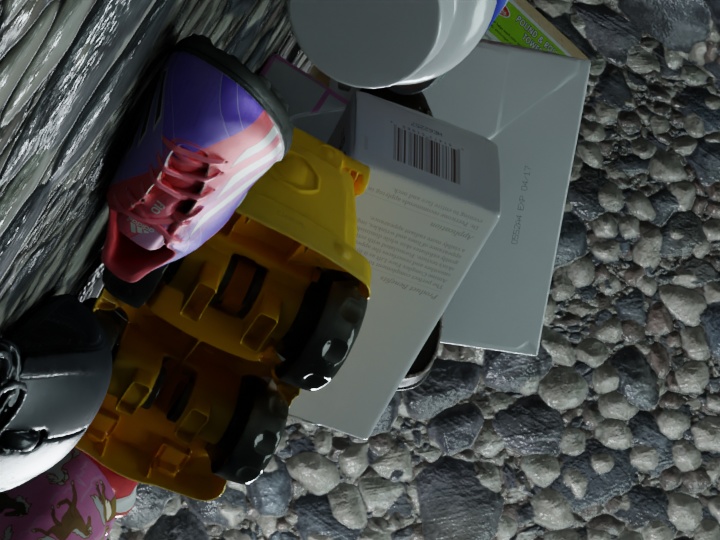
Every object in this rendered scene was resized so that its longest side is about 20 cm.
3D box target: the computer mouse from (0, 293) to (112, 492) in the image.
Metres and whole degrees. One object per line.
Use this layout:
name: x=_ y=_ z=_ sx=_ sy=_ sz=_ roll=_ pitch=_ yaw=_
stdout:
computer mouse: x=-0.165 y=0.075 z=1.193 sx=0.139 sy=0.053 sz=0.200 roll=-58 pitch=179 yaw=19

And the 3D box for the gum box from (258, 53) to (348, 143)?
gum box: x=-0.087 y=-0.023 z=1.560 sx=0.201 sy=0.066 sz=0.114 roll=-57 pitch=178 yaw=-25

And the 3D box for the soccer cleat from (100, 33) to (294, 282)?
soccer cleat: x=-0.082 y=-0.047 z=1.146 sx=0.073 sy=0.068 sz=0.200 roll=-52 pitch=180 yaw=-18

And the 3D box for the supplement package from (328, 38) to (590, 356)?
supplement package: x=0.052 y=-0.059 z=1.672 sx=0.111 sy=0.154 sz=0.202 roll=-144 pitch=-117 yaw=-76

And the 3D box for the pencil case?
pencil case: x=-0.206 y=0.171 z=1.321 sx=0.086 sy=0.083 sz=0.200 roll=-38 pitch=-170 yaw=34

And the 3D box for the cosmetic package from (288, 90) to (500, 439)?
cosmetic package: x=0.000 y=0.000 z=1.492 sx=0.074 sy=0.101 sz=0.201 roll=-87 pitch=-157 yaw=-50

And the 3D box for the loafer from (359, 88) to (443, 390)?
loafer: x=0.019 y=-0.020 z=1.578 sx=0.071 sy=0.072 sz=0.202 roll=-141 pitch=-134 yaw=-78

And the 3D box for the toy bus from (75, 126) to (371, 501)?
toy bus: x=-0.081 y=-0.002 z=1.392 sx=0.200 sy=0.135 sz=0.193 roll=-55 pitch=-163 yaw=34

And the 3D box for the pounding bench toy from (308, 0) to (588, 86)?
pounding bench toy: x=0.033 y=-0.168 z=1.832 sx=0.125 sy=0.200 sz=0.156 roll=-57 pitch=-149 yaw=-9

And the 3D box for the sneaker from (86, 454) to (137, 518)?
sneaker: x=-0.161 y=0.080 z=1.646 sx=0.200 sy=0.078 sz=0.116 roll=-97 pitch=-150 yaw=-72

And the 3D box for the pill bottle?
pill bottle: x=0.026 y=-0.165 z=1.325 sx=0.112 sy=0.112 sz=0.200 roll=-57 pitch=180 yaw=27

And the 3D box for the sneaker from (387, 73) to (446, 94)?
sneaker: x=0.057 y=-0.203 z=1.464 sx=0.080 sy=0.071 sz=0.202 roll=-29 pitch=137 yaw=-61
